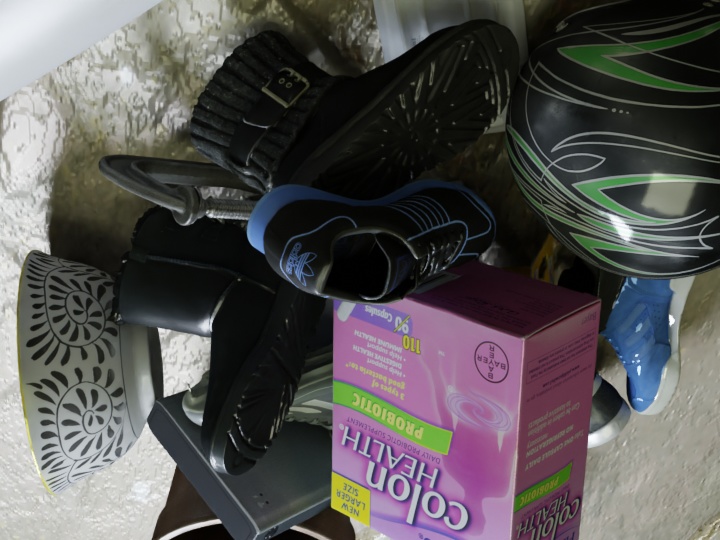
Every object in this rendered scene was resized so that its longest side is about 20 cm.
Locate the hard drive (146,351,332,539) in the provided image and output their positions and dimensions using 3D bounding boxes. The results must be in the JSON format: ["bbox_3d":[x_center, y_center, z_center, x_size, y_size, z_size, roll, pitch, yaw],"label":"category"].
[{"bbox_3d":[-0.064,0.142,1.008,0.199,0.140,0.033,-16,145,-50],"label":"hard drive"}]

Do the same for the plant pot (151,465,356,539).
[{"bbox_3d":[-0.092,0.203,1.098,0.197,0.200,0.202,1,134,1],"label":"plant pot"}]

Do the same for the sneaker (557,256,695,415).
[{"bbox_3d":[0.216,0.042,1.016,0.109,0.077,0.202,-3,130,-4],"label":"sneaker"}]

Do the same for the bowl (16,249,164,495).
[{"bbox_3d":[-0.215,0.078,0.989,0.093,0.202,0.202,-7,134,-3],"label":"bowl"}]

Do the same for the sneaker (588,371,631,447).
[{"bbox_3d":[0.144,0.120,1.112,0.199,0.073,0.112,-27,106,40],"label":"sneaker"}]

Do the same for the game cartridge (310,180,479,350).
[{"bbox_3d":[0.000,0.000,0.993,0.197,0.039,0.131,-10,121,10],"label":"game cartridge"}]

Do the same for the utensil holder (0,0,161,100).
[{"bbox_3d":[-0.224,-0.203,0.736,0.198,0.171,0.170,-25,129,20],"label":"utensil holder"}]

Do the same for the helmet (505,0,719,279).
[{"bbox_3d":[0.199,-0.090,0.827,0.188,0.201,0.202,-13,135,-10],"label":"helmet"}]

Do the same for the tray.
[{"bbox_3d":[0.065,-0.170,0.857,0.106,0.022,0.202,-6,133,9],"label":"tray"}]

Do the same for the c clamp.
[{"bbox_3d":[-0.084,-0.054,0.872,0.198,0.171,0.027,4,112,-37],"label":"c clamp"}]

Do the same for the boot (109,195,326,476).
[{"bbox_3d":[-0.119,0.040,0.904,0.161,0.200,0.073,14,162,24],"label":"boot"}]

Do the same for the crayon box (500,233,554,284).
[{"bbox_3d":[0.130,0.079,0.975,0.051,0.126,0.203,0,105,17],"label":"crayon box"}]

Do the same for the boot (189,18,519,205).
[{"bbox_3d":[-0.009,-0.126,0.836,0.210,0.158,0.080,-37,136,-12],"label":"boot"}]

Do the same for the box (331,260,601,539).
[{"bbox_3d":[0.071,0.102,0.877,0.175,0.096,0.203,19,118,40],"label":"box"}]

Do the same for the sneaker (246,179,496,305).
[{"bbox_3d":[0.024,-0.013,0.771,0.198,0.078,0.071,-4,124,-38],"label":"sneaker"}]

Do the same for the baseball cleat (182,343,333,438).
[{"bbox_3d":[-0.042,0.109,0.971,0.197,0.070,0.108,-16,121,-10],"label":"baseball cleat"}]
